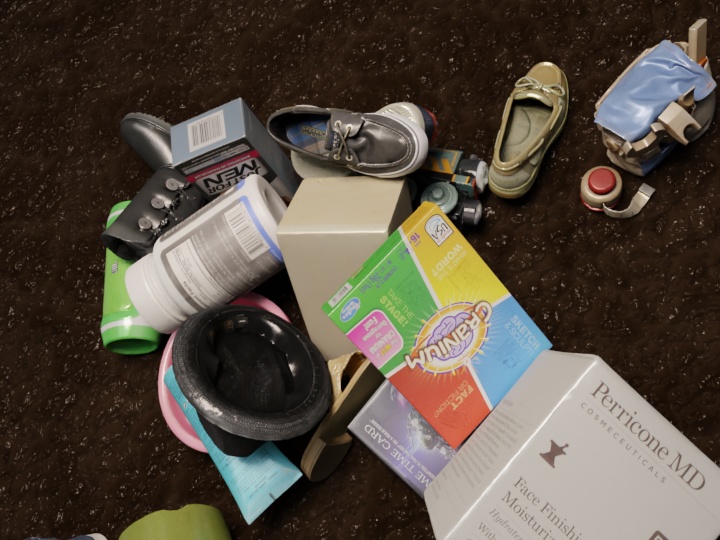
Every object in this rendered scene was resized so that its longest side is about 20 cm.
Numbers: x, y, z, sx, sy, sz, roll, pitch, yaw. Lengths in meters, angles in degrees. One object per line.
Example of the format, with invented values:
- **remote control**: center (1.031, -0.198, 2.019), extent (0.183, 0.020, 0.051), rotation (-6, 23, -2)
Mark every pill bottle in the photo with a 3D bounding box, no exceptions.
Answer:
- **pill bottle**: center (-0.176, -0.015, 0.784), extent (0.198, 0.114, 0.115), rotation (-32, 63, 9)

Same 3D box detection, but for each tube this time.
- **tube**: center (-0.155, 0.185, 0.752), extent (0.077, 0.051, 0.200), rotation (-42, 66, -5)

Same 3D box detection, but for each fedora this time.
- **fedora**: center (-0.126, 0.130, 0.714), extent (0.200, 0.199, 0.093), rotation (42, 122, 28)

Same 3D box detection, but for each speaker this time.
- **speaker**: center (-0.316, 0.009, 0.911), extent (0.087, 0.088, 0.204), rotation (-13, 66, 15)

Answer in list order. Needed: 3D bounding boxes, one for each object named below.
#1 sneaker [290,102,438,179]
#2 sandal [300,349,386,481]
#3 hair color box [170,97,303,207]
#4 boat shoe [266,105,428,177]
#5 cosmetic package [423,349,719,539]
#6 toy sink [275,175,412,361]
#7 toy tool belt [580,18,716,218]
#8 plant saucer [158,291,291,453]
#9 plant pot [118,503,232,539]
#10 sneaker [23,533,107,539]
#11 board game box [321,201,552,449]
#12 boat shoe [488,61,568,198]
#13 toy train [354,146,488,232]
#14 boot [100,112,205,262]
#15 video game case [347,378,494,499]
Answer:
- **sneaker**: center (0.006, -0.151, 0.785), extent (0.197, 0.084, 0.077), rotation (-4, 99, 37)
- **sandal**: center (-0.020, 0.134, 0.747), extent (0.069, 0.077, 0.214), rotation (38, 102, 34)
- **hair color box**: center (-0.145, -0.121, 0.831), extent (0.097, 0.200, 0.062), rotation (-18, 63, 12)
- **boat shoe**: center (-0.022, -0.147, 0.712), extent (0.197, 0.066, 0.071), rotation (23, 113, 31)
- **cosmetic package**: center (0.184, 0.201, 0.582), extent (0.164, 0.165, 0.201), rotation (41, 88, 4)
- **toy sink**: center (0.000, 0.000, 0.769), extent (0.128, 0.203, 0.113), rotation (0, 40, 19)
- **toy tool belt**: center (0.314, -0.171, 0.723), extent (0.124, 0.123, 0.201), rotation (39, 87, 28)
- **plant saucer**: center (-0.161, 0.130, 0.827), extent (0.196, 0.051, 0.205), rotation (-7, 68, 19)
- **plant pot**: center (-0.187, 0.364, 0.685), extent (0.198, 0.201, 0.192), rotation (-30, 52, 7)
- **sneaker**: center (-0.411, 0.399, 0.765), extent (0.076, 0.146, 0.204), rotation (34, 86, 26)
- **board game box**: center (0.080, 0.057, 0.662), extent (0.153, 0.040, 0.200), rotation (-45, 106, -3)
- **boat shoe**: center (0.206, -0.184, 0.791), extent (0.072, 0.063, 0.203), rotation (20, 67, 23)
- **toy train**: center (0.064, -0.110, 0.820), extent (0.196, 0.086, 0.116), rotation (12, 65, 24)
- **boot**: center (-0.298, -0.108, 0.897), extent (0.162, 0.066, 0.203), rotation (25, 58, -5)
- **video game case**: center (0.101, 0.142, 0.716), extent (0.142, 0.019, 0.201), rotation (40, 87, 7)
